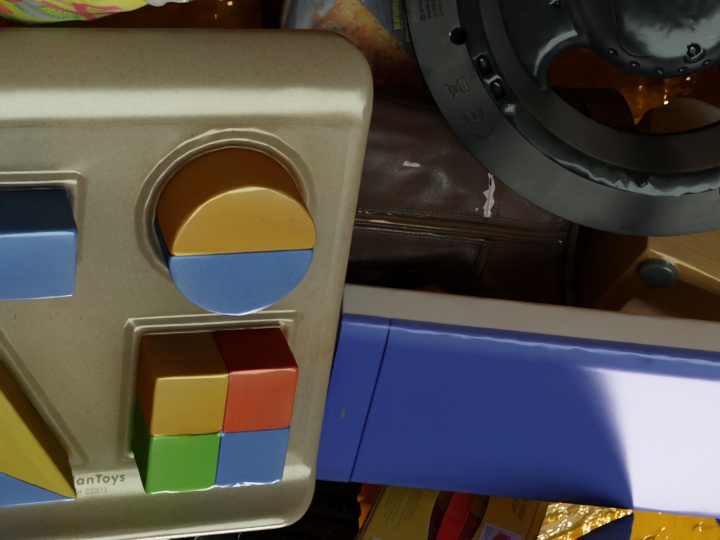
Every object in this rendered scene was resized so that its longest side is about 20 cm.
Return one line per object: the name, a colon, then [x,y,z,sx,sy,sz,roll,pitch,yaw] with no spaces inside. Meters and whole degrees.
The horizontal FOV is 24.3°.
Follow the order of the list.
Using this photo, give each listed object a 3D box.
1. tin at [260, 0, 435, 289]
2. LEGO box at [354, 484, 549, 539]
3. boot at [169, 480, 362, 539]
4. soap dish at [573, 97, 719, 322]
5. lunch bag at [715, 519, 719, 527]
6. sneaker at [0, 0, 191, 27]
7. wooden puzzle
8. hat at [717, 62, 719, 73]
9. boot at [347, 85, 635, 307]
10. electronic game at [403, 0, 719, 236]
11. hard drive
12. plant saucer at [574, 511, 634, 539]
tin: [0.019,-0.078,0.703,0.111,0.042,0.201,-15,132,-10]
LEGO box: [0.031,0.164,0.796,0.077,0.200,0.150,20,126,8]
boot: [-0.066,0.071,0.753,0.157,0.080,0.212,-1,129,-25]
soap dish: [0.183,0.020,0.742,0.199,0.082,0.158,23,151,-5]
lunch bag: [0.311,0.125,0.951,0.200,0.133,0.136,-44,133,13]
sneaker: [-0.099,-0.109,0.533,0.090,0.200,0.079,-16,92,4]
wooden puzzle: [-0.090,0.017,0.585,0.184,0.046,0.201,-2,119,-18]
hat: [0.240,-0.098,0.679,0.199,0.081,0.202,-2,113,-5]
boot: [0.000,0.000,0.691,0.199,0.064,0.188,-2,121,-26]
electronic game: [0.114,-0.113,0.628,0.198,0.042,0.202,0,101,-3]
hard drive: [0.083,0.059,0.698,0.198,0.026,0.132,6,146,-5]
plant saucer: [0.073,0.198,0.748,0.038,0.201,0.202,19,125,8]
